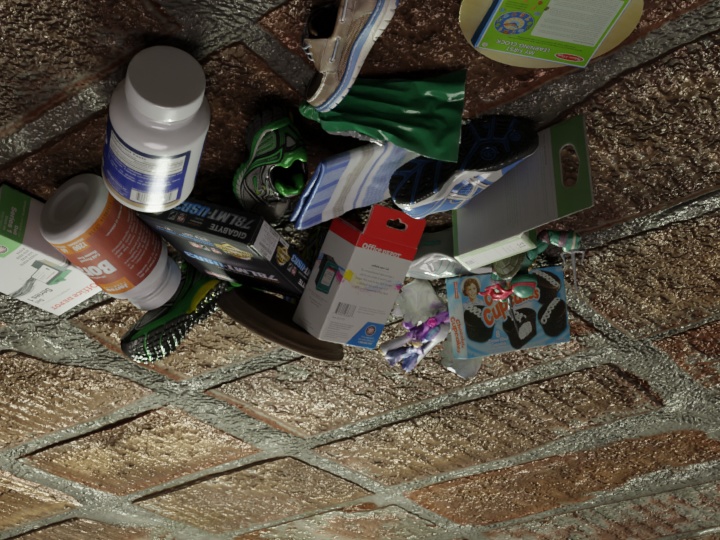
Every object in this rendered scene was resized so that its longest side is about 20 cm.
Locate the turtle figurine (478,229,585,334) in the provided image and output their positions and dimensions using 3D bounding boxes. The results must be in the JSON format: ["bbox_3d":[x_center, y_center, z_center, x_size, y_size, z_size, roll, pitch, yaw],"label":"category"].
[{"bbox_3d":[0.215,-0.029,1.545,0.149,0.201,0.100,-25,149,34],"label":"turtle figurine"}]

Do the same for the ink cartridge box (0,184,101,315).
[{"bbox_3d":[-0.470,-0.025,1.684,0.146,0.085,0.199,-26,140,38],"label":"ink cartridge box"}]

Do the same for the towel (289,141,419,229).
[{"bbox_3d":[0.014,-0.119,1.483,0.199,0.024,0.147,-20,159,-30],"label":"towel"}]

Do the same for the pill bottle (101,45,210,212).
[{"bbox_3d":[-0.243,-0.170,1.403,0.119,0.120,0.200,8,148,-13],"label":"pill bottle"}]

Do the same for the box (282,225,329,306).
[{"bbox_3d":[-0.064,0.016,1.758,0.064,0.070,0.200,11,148,-15],"label":"box"}]

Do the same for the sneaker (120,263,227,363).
[{"bbox_3d":[-0.285,0.062,1.719,0.085,0.200,0.078,30,132,15],"label":"sneaker"}]

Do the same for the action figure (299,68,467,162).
[{"bbox_3d":[0.024,-0.189,1.401,0.199,0.119,0.055,6,161,8],"label":"action figure"}]

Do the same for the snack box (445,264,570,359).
[{"bbox_3d":[0.217,0.059,1.716,0.199,0.117,0.037,-7,-179,-33],"label":"snack box"}]

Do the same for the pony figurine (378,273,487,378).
[{"bbox_3d":[0.119,0.082,1.783,0.167,0.193,0.200,52,134,-2],"label":"pony figurine"}]

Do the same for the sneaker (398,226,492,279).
[{"bbox_3d":[0.127,-0.023,1.702,0.199,0.071,0.080,1,156,14],"label":"sneaker"}]

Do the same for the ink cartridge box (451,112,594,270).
[{"bbox_3d":[0.208,-0.099,1.486,0.199,0.146,0.048,-19,144,29],"label":"ink cartridge box"}]

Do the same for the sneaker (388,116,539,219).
[{"bbox_3d":[0.132,-0.129,1.486,0.199,0.076,0.077,-23,151,5],"label":"sneaker"}]

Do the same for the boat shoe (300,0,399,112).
[{"bbox_3d":[-0.027,-0.261,1.304,0.072,0.073,0.200,17,136,-18],"label":"boat shoe"}]

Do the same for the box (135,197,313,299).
[{"bbox_3d":[-0.178,-0.032,1.621,0.199,0.050,0.199,15,161,28],"label":"box"}]

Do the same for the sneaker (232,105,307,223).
[{"bbox_3d":[-0.112,-0.115,1.493,0.078,0.085,0.200,-21,156,-18],"label":"sneaker"}]

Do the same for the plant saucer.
[{"bbox_3d":[-0.109,0.072,1.669,0.199,0.030,0.200,26,-173,-3],"label":"plant saucer"}]

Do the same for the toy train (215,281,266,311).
[{"bbox_3d":[-0.242,0.033,1.805,0.199,0.057,0.042,3,151,-5],"label":"toy train"}]

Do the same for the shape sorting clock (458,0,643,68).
[{"bbox_3d":[0.206,-0.284,1.279,0.198,0.039,0.200,-1,150,0],"label":"shape sorting clock"}]

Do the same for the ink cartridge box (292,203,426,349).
[{"bbox_3d":[0.000,0.000,1.625,0.116,0.201,0.067,14,-167,-45],"label":"ink cartridge box"}]

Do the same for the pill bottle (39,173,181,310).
[{"bbox_3d":[-0.339,-0.033,1.621,0.112,0.113,0.200,-15,138,25],"label":"pill bottle"}]
